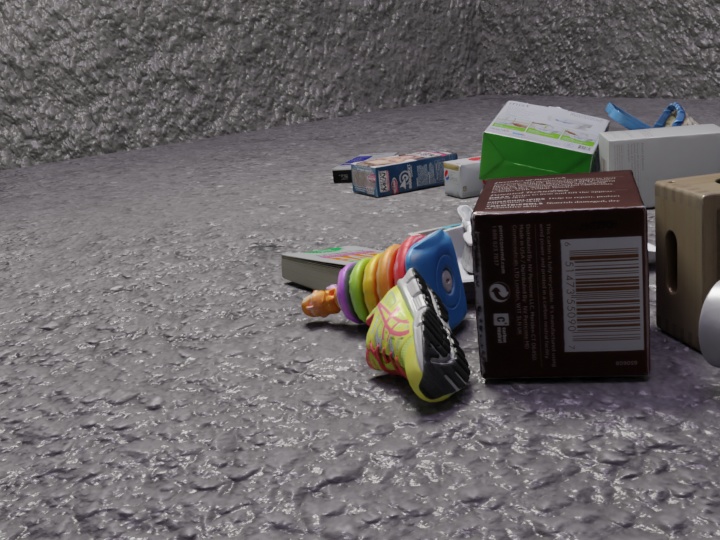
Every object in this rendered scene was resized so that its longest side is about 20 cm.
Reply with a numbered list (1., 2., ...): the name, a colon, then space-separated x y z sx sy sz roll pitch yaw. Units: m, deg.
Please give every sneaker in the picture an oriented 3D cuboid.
1. sneaker: 0.047 0.079 1.051 0.090 0.078 0.201 -36 20 11

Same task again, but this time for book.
1. book: 0.000 0.000 1.430 0.132 0.049 0.199 -9 12 -33

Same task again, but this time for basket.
1. basket: 0.527 -0.237 1.917 0.199 0.140 0.176 35 18 2

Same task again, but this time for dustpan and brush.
1. dustpan and brush: 0.141 -0.039 1.355 0.137 0.058 0.200 -5 14 0

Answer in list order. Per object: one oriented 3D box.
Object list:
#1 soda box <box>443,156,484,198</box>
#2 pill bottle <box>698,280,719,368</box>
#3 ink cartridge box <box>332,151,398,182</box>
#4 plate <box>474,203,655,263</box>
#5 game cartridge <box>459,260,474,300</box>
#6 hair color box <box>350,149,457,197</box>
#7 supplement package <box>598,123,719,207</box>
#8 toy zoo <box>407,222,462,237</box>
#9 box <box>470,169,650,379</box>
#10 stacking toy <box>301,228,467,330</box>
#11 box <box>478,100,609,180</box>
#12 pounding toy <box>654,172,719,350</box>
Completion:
1. soda box: 0.258 -0.186 2.039 0.197 0.065 0.068 -11 15 -23
2. pill bottle: 0.390 0.060 0.894 0.111 0.114 0.199 -15 17 -36
3. ink cartridge box: 0.014 -0.228 2.359 0.093 0.038 0.200 -1 17 19
4. plate: 0.276 -0.044 1.434 0.197 0.033 0.199 4 14 -25
5. game cartridge: 0.180 -0.002 1.387 0.127 0.039 0.200 -8 14 3
6. hair color box: 0.090 -0.197 2.148 0.197 0.062 0.100 -13 16 -29
7. supplement package: 0.505 -0.174 1.788 0.196 0.119 0.117 -4 13 6
8. toy zoo: 0.161 -0.049 1.606 0.197 0.021 0.131 -12 16 -27
9. box: 0.202 -0.001 1.085 0.161 0.169 0.200 -3 13 11
10. stacking toy: 0.015 0.025 1.231 0.197 0.111 0.116 -10 12 31
11. box: 0.332 -0.221 1.933 0.197 0.098 0.177 13 31 16
12. pounding toy: 0.402 -0.043 1.115 0.181 0.204 0.142 -7 13 -11
